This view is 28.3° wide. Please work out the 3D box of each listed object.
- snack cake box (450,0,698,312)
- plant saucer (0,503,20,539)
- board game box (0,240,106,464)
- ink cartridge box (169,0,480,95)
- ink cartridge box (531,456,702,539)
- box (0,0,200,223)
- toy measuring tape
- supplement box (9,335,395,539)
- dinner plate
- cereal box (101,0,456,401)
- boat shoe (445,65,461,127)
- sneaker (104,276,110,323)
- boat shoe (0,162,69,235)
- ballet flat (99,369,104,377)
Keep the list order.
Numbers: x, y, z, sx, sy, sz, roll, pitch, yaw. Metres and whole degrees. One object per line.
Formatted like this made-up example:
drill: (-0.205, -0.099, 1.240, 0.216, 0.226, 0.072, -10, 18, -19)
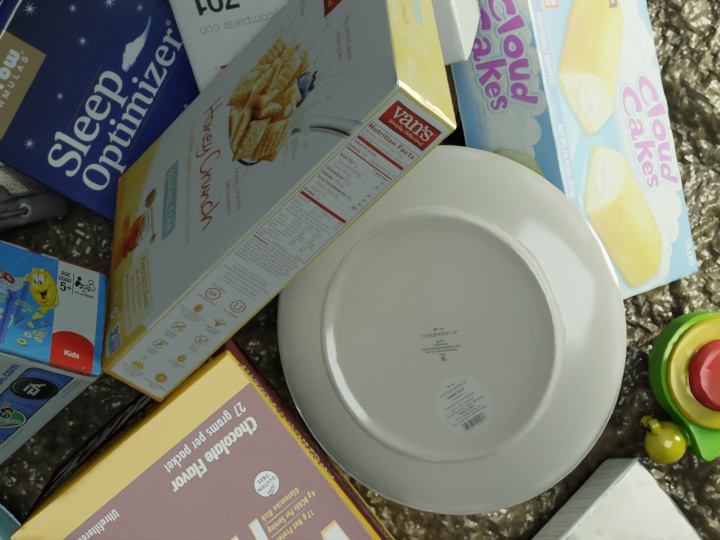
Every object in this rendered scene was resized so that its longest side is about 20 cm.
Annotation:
snack cake box: (0.118, -0.083, 0.808, 0.114, 0.067, 0.203, -15, 95, -43)
plant saucer: (-0.271, 0.210, 0.822, 0.197, 0.027, 0.204, 0, 91, -6)
board game box: (-0.249, 0.040, 0.666, 0.194, 0.199, 0.057, 20, 53, -30)
ink cartridge box: (-0.032, -0.195, 0.706, 0.144, 0.086, 0.202, -10, 116, 13)
ink cartridge box: (0.151, 0.247, 0.823, 0.200, 0.043, 0.199, -40, 94, -25)
box: (-0.144, -0.099, 0.783, 0.199, 0.032, 0.122, 29, 88, -31)
toy measuring tape: (0.232, 0.030, 0.851, 0.073, 0.074, 0.200, 41, 87, -6)
supplement box: (-0.061, 0.152, 0.756, 0.132, 0.200, 0.198, -39, 95, -4)
dinner plate: (0.043, 0.035, 0.769, 0.197, 0.024, 0.204, 3, 100, 19)
cereal box: (-0.043, -0.053, 0.654, 0.039, 0.145, 0.200, 32, 120, -28)
boat shoe: (0.019, -0.174, 0.820, 0.073, 0.069, 0.203, -15, 93, -5)
sneaker: (-0.067, -0.037, 0.791, 0.200, 0.080, 0.071, -41, 121, 10)
boat shoe: (-0.256, -0.015, 0.796, 0.198, 0.072, 0.065, -28, 90, -10)
ballet flat: (-0.237, 0.055, 0.801, 0.197, 0.067, 0.069, -6, 96, -6)
